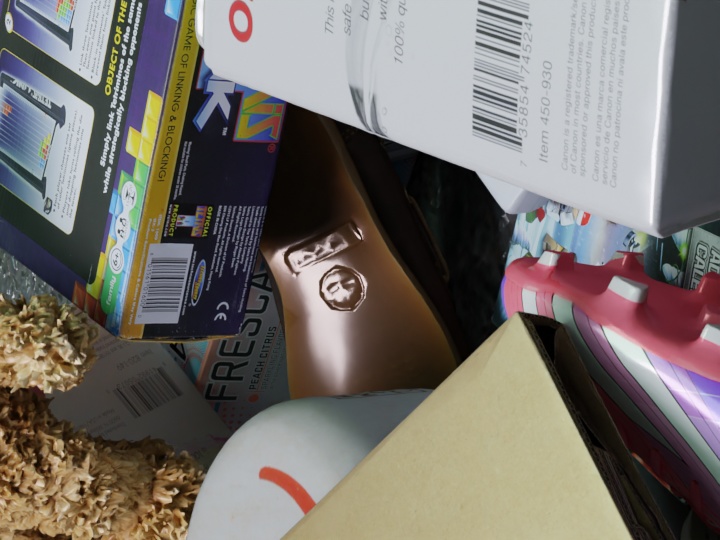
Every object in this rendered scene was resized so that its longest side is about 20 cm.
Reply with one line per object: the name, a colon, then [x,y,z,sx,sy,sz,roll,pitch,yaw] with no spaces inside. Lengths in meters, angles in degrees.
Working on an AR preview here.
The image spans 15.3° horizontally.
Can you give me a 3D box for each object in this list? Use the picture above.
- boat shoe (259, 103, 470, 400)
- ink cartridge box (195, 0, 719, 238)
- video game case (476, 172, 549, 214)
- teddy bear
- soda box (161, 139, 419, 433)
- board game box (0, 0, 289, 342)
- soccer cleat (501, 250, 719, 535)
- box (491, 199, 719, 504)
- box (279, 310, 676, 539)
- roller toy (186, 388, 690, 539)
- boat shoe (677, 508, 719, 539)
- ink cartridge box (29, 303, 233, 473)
boat shoe: [0.000,0.000,1.008,0.070,0.070,0.201,-51,-57,-66]
ink cartridge box: [0.045,-0.111,0.784,0.200,0.083,0.148,24,119,44]
video game case: [0.038,-0.150,0.864,0.200,0.022,0.183,56,138,23]
teddy bear: [-0.141,0.067,0.933,0.144,0.200,0.067,-16,44,19]
soda box: [-0.039,0.000,1.118,0.064,0.068,0.201,61,142,45]
board game box: [-0.087,-0.097,0.954,0.165,0.056,0.201,35,118,49]
soccer cleat: [0.111,0.053,0.761,0.199,0.067,0.077,27,108,36]
box: [0.108,-0.045,0.853,0.137,0.040,0.201,44,127,55]
box: [0.022,0.135,0.771,0.200,0.021,0.164,-46,56,32]
roller toy: [0.020,0.129,0.901,0.200,0.139,0.183,62,143,40]
boat shoe: [0.128,0.160,0.764,0.061,0.071,0.202,-55,44,42]
ink cartridge box: [-0.089,0.115,1.068,0.200,0.116,0.068,50,129,12]
